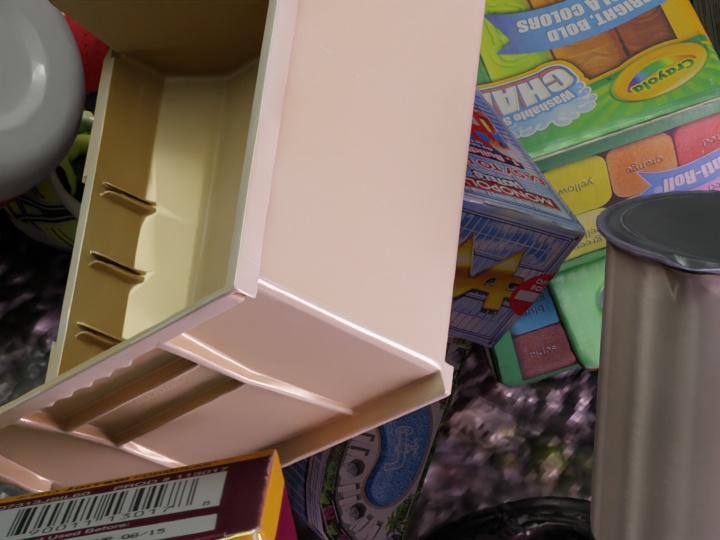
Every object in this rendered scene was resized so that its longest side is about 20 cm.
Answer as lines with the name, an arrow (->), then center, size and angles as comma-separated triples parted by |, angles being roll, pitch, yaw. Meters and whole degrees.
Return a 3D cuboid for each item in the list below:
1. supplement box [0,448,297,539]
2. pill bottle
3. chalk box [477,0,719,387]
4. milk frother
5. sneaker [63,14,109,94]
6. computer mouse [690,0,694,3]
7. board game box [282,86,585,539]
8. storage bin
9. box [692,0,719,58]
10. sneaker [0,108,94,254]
supplement box -> -0.062, 0.172, 0.862 | 0.110, 0.201, 0.086 | -10, 13, 5
pill bottle -> -0.211, -0.057, 1.158 | 0.200, 0.112, 0.113 | -29, 24, 51
chalk box -> 0.090, -0.045, 1.097 | 0.124, 0.124, 0.200 | -19, 43, -1
milk frother -> 0.101, 0.065, 0.935 | 0.199, 0.189, 0.180 | 7, 15, 16
sneaker -> -0.057, -0.117, 1.229 | 0.112, 0.071, 0.200 | 26, 39, 34
computer mouse -> 0.072, -0.094, 1.225 | 0.199, 0.034, 0.059 | -28, 35, -2
board game box -> 0.000, 0.000, 0.998 | 0.061, 0.201, 0.200 | 14, 10, -26
storage bin -> -0.052, -0.035, 0.928 | 0.198, 0.094, 0.201 | -26, 48, 46
box -> 0.223, -0.107, 1.117 | 0.109, 0.128, 0.200 | -21, 44, -6
sneaker -> -0.127, -0.048, 1.201 | 0.075, 0.077, 0.200 | -41, 47, -21
